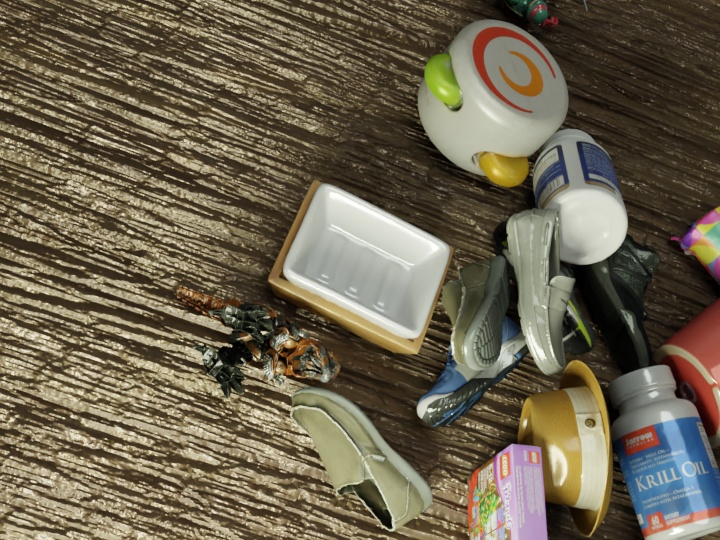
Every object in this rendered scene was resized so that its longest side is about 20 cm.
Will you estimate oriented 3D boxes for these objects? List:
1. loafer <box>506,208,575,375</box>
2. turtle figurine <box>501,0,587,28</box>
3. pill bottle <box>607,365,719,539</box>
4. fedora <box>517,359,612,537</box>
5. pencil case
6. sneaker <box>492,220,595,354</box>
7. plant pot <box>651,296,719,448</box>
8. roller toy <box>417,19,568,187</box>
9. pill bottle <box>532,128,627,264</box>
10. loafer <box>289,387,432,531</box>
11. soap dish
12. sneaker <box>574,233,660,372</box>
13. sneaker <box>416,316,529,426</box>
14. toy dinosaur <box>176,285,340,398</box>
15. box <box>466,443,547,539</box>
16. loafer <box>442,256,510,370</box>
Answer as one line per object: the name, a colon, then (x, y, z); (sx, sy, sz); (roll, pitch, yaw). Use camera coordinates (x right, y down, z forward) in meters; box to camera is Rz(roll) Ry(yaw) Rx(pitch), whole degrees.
loafer: (0.226, 0.024, 1.262); (0.070, 0.069, 0.203); (0, 79, -66)
turtle figurine: (0.245, -0.436, 1.562); (0.148, 0.101, 0.201); (-1, 49, -35)
pill bottle: (0.371, 0.225, 1.274); (0.111, 0.112, 0.202); (-6, 67, -21)
fedora: (0.228, 0.203, 1.200); (0.081, 0.201, 0.203); (0, 64, -5)
pencil case: (0.534, 0.000, 1.460); (0.088, 0.089, 0.200); (-36, 78, -30)
sneaker: (0.256, 0.014, 1.362); (0.080, 0.074, 0.202); (-19, 74, -29)
plant pot: (0.483, 0.124, 1.327); (0.176, 0.201, 0.202); (-23, 73, -17)
roller toy: (0.177, -0.227, 1.412); (0.200, 0.140, 0.183); (41, 50, -3)
pill bottle: (0.284, -0.105, 1.375); (0.110, 0.112, 0.201); (20, 33, -9)
loafer: (-0.007, 0.212, 1.170); (0.200, 0.075, 0.070); (42, 55, 4)
soap dish: (0.000, 0.000, 1.273); (0.198, 0.081, 0.159); (26, 59, -5)
sneaker: (0.362, 0.034, 1.384); (0.113, 0.076, 0.201); (-11, 64, -17)
sneaker: (0.129, 0.119, 1.271); (0.077, 0.076, 0.199); (45, 50, 14)
toy dinosaur: (-0.123, 0.079, 1.191); (0.198, 0.136, 0.104); (8, 100, 15)
box: (0.160, 0.308, 1.146); (0.039, 0.137, 0.202); (8, 62, -15)
loafer: (0.131, 0.051, 1.230); (0.069, 0.076, 0.200); (-4, 25, 19)
